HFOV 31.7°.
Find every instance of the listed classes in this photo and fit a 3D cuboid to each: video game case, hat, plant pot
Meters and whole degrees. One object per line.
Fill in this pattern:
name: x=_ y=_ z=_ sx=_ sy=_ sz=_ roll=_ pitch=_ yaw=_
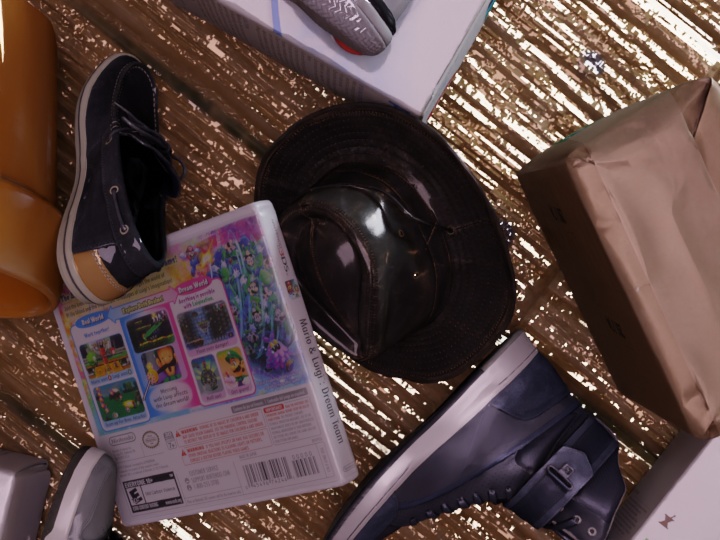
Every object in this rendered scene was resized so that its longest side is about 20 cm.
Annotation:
video game case: x=-0.110 y=0.067 z=0.832 sx=0.200 sy=0.024 sz=0.182 roll=-17 pitch=91 yaw=35
hat: x=0.000 y=0.000 z=0.804 sx=0.201 sy=0.081 sz=0.201 roll=13 pitch=122 yaw=22
plant pot: x=-0.276 y=-0.083 z=0.809 sx=0.200 sy=0.200 sz=0.183 roll=8 pitch=75 yaw=0

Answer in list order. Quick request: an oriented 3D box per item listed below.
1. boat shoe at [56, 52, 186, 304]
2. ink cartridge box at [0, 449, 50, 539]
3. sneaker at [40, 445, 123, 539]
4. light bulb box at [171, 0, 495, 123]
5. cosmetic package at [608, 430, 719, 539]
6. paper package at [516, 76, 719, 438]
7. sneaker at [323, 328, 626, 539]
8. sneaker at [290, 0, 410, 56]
boat shoe: x=-0.147 y=-0.066 z=0.818 sx=0.062 sy=0.075 sz=0.200 roll=-18 pitch=47 yaw=19
ink cartridge box: x=-0.328 y=0.179 z=0.847 sx=0.200 sy=0.084 sz=0.145 roll=12 pitch=86 yaw=2
sneaker: x=-0.151 y=0.223 z=0.842 sx=0.121 sy=0.084 sz=0.200 roll=9 pitch=94 yaw=6
light bulb box: x=0.000 y=-0.224 z=0.829 sx=0.200 sy=0.125 sz=0.198 roll=29 pitch=91 yaw=0
cosmetic package: x=0.248 y=0.164 z=0.855 sx=0.108 sy=0.085 sz=0.200 roll=37 pitch=92 yaw=2
paper package: x=0.192 y=-0.009 z=0.794 sx=0.103 sy=0.200 sz=0.191 roll=-25 pitch=91 yaw=1
sneaker: x=0.085 y=0.160 z=0.858 sx=0.202 sy=0.077 sz=0.146 roll=-43 pitch=88 yaw=-1
sneaker: x=-0.033 y=-0.227 z=0.732 sx=0.200 sy=0.075 sz=0.115 roll=40 pitch=91 yaw=-5
